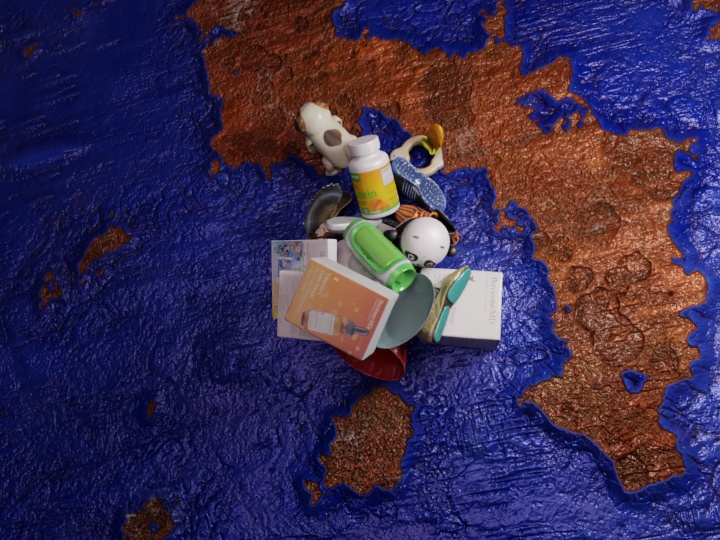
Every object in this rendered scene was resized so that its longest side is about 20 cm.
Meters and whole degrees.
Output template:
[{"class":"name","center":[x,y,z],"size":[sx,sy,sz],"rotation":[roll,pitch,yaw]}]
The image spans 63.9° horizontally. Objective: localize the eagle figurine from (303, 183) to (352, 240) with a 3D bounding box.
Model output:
[{"class":"eagle figurine","center":[-0.092,-0.131,1.598],"size":[0.150,0.151,0.202],"rotation":[2,90,-30]}]

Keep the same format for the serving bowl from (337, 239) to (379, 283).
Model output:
[{"class":"serving bowl","center":[0.000,0.000,1.460],"size":[0.198,0.066,0.202],"rotation":[6,66,-14]}]

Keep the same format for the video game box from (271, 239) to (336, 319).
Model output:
[{"class":"video game box","center":[-0.141,0.024,1.438],"size":[0.181,0.047,0.202],"rotation":[1,92,30]}]

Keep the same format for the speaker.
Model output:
[{"class":"speaker","center":[0.042,-0.038,1.376],"size":[0.088,0.089,0.200],"rotation":[-42,57,-1]}]

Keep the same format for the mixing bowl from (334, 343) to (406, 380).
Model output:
[{"class":"mixing bowl","center":[0.040,0.178,1.470],"size":[0.198,0.201,0.109],"rotation":[17,55,16]}]

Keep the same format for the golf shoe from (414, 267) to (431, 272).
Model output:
[{"class":"golf shoe","center":[0.118,0.015,1.550],"size":[0.094,0.078,0.200],"rotation":[34,77,30]}]

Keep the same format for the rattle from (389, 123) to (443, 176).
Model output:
[{"class":"rattle","center":[0.131,-0.319,1.602],"size":[0.198,0.143,0.132],"rotation":[-9,93,3]}]

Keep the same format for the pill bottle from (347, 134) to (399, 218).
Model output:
[{"class":"pill bottle","center":[0.031,-0.250,1.539],"size":[0.110,0.111,0.202],"rotation":[-12,115,9]}]

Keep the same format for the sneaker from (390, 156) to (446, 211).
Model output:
[{"class":"sneaker","center":[0.150,-0.231,1.599],"size":[0.200,0.078,0.070],"rotation":[43,68,-10]}]

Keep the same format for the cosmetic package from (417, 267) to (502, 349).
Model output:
[{"class":"cosmetic package","center":[0.249,0.097,1.443],"size":[0.198,0.166,0.169],"rotation":[3,75,12]}]

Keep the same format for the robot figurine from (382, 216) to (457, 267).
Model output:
[{"class":"robot figurine","center":[0.145,-0.068,1.423],"size":[0.149,0.200,0.126],"rotation":[-25,97,-6]}]

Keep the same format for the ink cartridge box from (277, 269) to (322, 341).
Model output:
[{"class":"ink cartridge box","center":[-0.099,0.085,1.373],"size":[0.198,0.050,0.163],"rotation":[4,94,13]}]

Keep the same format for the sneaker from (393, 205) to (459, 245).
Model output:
[{"class":"sneaker","center":[0.176,-0.140,1.551],"size":[0.199,0.112,0.078],"rotation":[24,80,17]}]

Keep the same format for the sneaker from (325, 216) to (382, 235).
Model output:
[{"class":"sneaker","center":[-0.014,-0.104,1.547],"size":[0.073,0.199,0.072],"rotation":[21,109,41]}]

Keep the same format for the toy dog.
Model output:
[{"class":"toy dog","center":[-0.100,-0.374,1.611],"size":[0.139,0.194,0.200],"rotation":[-39,109,7]}]

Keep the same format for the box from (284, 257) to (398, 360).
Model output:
[{"class":"box","center":[-0.040,0.080,1.278],"size":[0.199,0.106,0.153],"rotation":[26,99,13]}]

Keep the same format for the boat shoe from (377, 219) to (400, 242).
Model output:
[{"class":"boat shoe","center":[0.066,-0.047,1.580],"size":[0.074,0.093,0.202],"rotation":[24,109,13]}]

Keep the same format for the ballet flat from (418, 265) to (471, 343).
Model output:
[{"class":"ballet flat","center":[0.188,0.070,1.345],"size":[0.070,0.071,0.201],"rotation":[24,81,17]}]

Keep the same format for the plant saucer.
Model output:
[{"class":"plant saucer","center":[0.100,0.100,1.343],"size":[0.200,0.039,0.202],"rotation":[-32,37,27]}]
